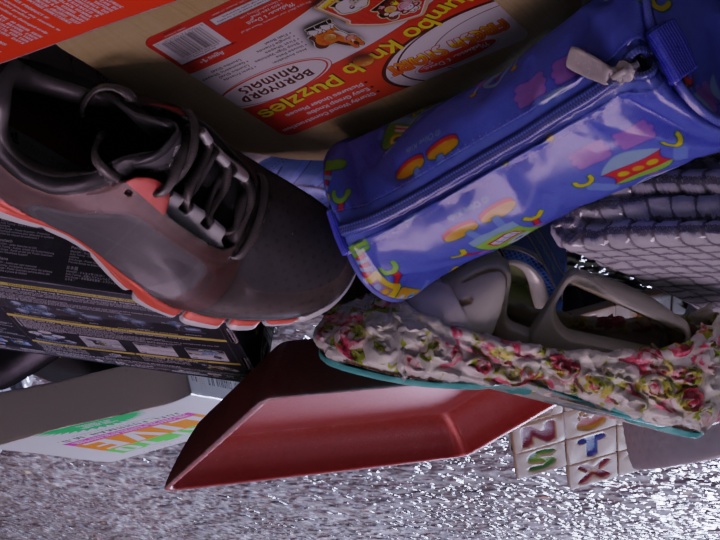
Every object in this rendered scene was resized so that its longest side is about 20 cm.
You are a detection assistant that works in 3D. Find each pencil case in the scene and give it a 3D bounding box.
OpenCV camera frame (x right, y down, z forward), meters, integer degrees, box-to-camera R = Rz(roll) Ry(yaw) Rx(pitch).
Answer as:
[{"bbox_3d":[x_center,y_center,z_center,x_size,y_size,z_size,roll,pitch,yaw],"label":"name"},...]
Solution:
[{"bbox_3d":[0.070,-0.055,0.682,0.199,0.078,0.087,-27,171,37],"label":"pencil case"}]

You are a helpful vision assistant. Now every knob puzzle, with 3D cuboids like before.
[{"bbox_3d":[0.002,-0.101,0.695,0.218,0.031,0.220,-7,156,-3],"label":"knob puzzle"}]

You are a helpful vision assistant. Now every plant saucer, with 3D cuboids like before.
[{"bbox_3d":[0.008,0.072,0.901,0.199,0.037,0.200,-5,162,-23],"label":"plant saucer"}]

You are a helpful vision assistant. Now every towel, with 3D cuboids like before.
[{"bbox_3d":[0.207,-0.036,0.725,0.199,0.086,0.165,-3,164,41],"label":"towel"}]

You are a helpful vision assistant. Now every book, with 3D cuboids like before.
[{"bbox_3d":[-0.143,0.086,1.072,0.133,0.048,0.200,-13,170,11],"label":"book"}]

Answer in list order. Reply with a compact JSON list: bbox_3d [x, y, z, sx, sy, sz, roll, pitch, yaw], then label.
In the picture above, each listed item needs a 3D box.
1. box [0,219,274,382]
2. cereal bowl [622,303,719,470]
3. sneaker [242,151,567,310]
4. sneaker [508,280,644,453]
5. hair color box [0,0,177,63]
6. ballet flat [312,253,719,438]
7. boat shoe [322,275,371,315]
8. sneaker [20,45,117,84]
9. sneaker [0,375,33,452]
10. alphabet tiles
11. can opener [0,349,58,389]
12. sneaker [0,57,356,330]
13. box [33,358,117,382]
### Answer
[{"bbox_3d":[-0.151,0.008,0.835,0.199,0.049,0.161,8,166,7],"label":"box"},{"bbox_3d":[0.232,0.044,0.879,0.199,0.084,0.200,-13,174,-1],"label":"cereal bowl"},{"bbox_3d":[0.025,-0.025,0.813,0.199,0.077,0.076,14,144,-25],"label":"sneaker"},{"bbox_3d":[0.130,0.062,1.019,0.073,0.080,0.200,10,157,2],"label":"sneaker"},{"bbox_3d":[-0.129,-0.132,0.586,0.199,0.102,0.061,-11,152,39],"label":"hair color box"},{"bbox_3d":[0.079,0.026,0.767,0.199,0.064,0.076,10,-160,-1],"label":"ballet flat"},{"bbox_3d":[0.000,0.000,0.915,0.199,0.074,0.063,20,154,-28],"label":"boat shoe"},{"bbox_3d":[-0.098,-0.074,0.759,0.081,0.075,0.200,1,158,22],"label":"sneaker"},{"bbox_3d":[-0.334,0.096,1.243,0.075,0.116,0.200,-6,154,34],"label":"sneaker"},{"bbox_3d":[0.169,0.071,0.993,0.165,0.006,0.200,-15,143,-1],"label":"alphabet tiles"},{"bbox_3d":[-0.151,0.009,0.959,0.200,0.063,0.079,-37,92,31],"label":"can opener"},{"bbox_3d":[-0.081,-0.031,0.686,0.199,0.078,0.082,20,159,-24],"label":"sneaker"},{"bbox_3d":[-0.193,0.027,1.100,0.199,0.048,0.193,-13,148,42],"label":"box"}]
